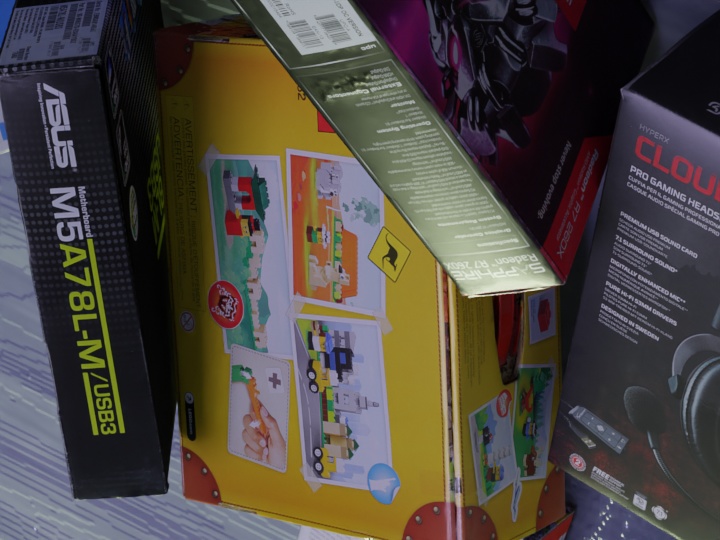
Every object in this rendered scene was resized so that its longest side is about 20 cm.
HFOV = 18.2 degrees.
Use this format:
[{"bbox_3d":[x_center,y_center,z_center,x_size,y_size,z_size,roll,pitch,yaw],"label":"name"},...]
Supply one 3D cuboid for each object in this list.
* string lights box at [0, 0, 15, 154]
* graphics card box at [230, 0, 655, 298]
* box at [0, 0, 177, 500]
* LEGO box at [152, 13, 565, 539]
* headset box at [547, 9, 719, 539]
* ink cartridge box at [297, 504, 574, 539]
[{"bbox_3d":[-0.188,-0.159,0.992,0.103,0.059,0.202,-139,32,-61],"label":"string lights box"},{"bbox_3d":[0.023,-0.101,0.754,0.051,0.126,0.200,-6,137,38],"label":"graphics card box"},{"bbox_3d":[-0.104,-0.041,0.930,0.047,0.201,0.195,-6,120,4],"label":"box"},{"bbox_3d":[0.000,0.000,0.897,0.148,0.077,0.202,8,107,38],"label":"LEGO box"},{"bbox_3d":[0.159,0.014,0.798,0.148,0.077,0.201,30,136,24],"label":"headset box"},{"bbox_3d":[0.033,0.113,1.003,0.109,0.050,0.201,33,127,23],"label":"ink cartridge box"}]
